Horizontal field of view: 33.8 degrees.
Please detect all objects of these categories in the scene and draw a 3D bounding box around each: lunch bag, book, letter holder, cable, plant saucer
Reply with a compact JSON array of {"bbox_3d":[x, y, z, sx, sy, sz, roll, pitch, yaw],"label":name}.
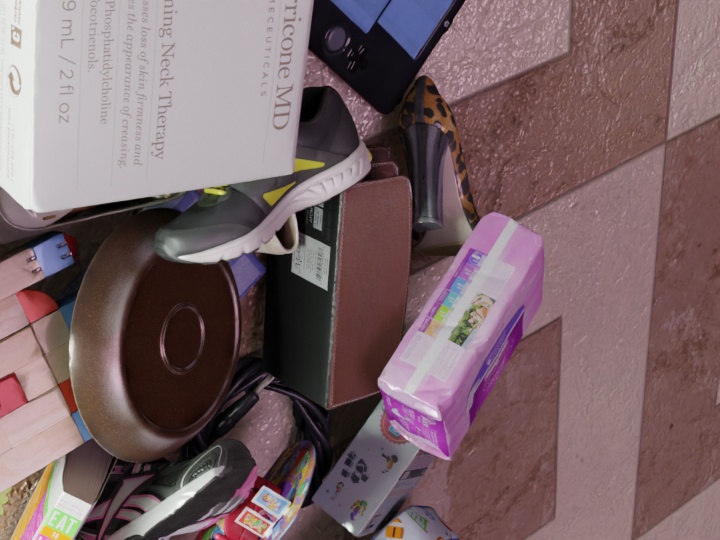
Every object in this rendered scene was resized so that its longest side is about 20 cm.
[{"bbox_3d":[0.012,0.334,1.252,0.200,0.076,0.160,-43,162,6],"label":"lunch bag"},{"bbox_3d":[-0.263,0.231,0.946,0.048,0.134,0.201,29,103,-12],"label":"book"},{"bbox_3d":[0.000,0.000,1.059,0.141,0.100,0.202,-12,115,-39],"label":"letter holder"},{"bbox_3d":[-0.098,0.177,1.130,0.162,0.051,0.201,-8,120,-39],"label":"cable"},{"bbox_3d":[-0.149,0.052,0.930,0.200,0.032,0.202,-12,104,-60],"label":"plant saucer"}]

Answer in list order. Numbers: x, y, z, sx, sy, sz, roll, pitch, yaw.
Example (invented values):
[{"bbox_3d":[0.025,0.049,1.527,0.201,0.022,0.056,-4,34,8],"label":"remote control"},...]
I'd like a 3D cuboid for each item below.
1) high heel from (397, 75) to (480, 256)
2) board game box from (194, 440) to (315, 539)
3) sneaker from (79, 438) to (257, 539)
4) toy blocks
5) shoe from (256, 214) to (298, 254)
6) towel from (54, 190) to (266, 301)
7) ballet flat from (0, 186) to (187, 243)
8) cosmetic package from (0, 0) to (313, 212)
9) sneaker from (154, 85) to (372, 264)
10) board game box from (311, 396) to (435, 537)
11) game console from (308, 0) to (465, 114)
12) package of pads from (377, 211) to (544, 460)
[{"bbox_3d":[0.079,-0.092,1.128,0.200,0.071,0.144,41,47,-73],"label":"high heel"},{"bbox_3d":[-0.114,0.225,1.043,0.039,0.158,0.200,36,98,-13],"label":"board game box"},{"bbox_3d":[-0.178,0.186,0.995,0.199,0.087,0.080,-35,156,23],"label":"sneaker"},{"bbox_3d":[-0.250,0.063,0.883,0.136,0.100,0.201,-29,109,-29],"label":"toy blocks"},{"bbox_3d":[-0.084,-0.104,0.962,0.070,0.053,0.201,-26,123,-32],"label":"shoe"},{"bbox_3d":[-0.180,0.032,0.989,0.200,0.024,0.147,-49,135,-10],"label":"towel"},{"bbox_3d":[-0.208,-0.067,0.869,0.199,0.063,0.068,-17,98,-36],"label":"ballet flat"},{"bbox_3d":[-0.160,-0.156,0.788,0.199,0.166,0.169,-13,122,-38],"label":"cosmetic package"},{"bbox_3d":[-0.082,-0.076,0.904,0.200,0.074,0.085,-35,119,-31],"label":"sneaker"},{"bbox_3d":[0.046,0.167,1.203,0.201,0.064,0.148,-54,166,0],"label":"board game box"},{"bbox_3d":[0.031,-0.252,1.002,0.177,0.031,0.201,34,91,-47],"label":"game console"},{"bbox_3d":[0.096,0.060,1.072,0.201,0.075,0.121,-57,156,-22],"label":"package of pads"}]
